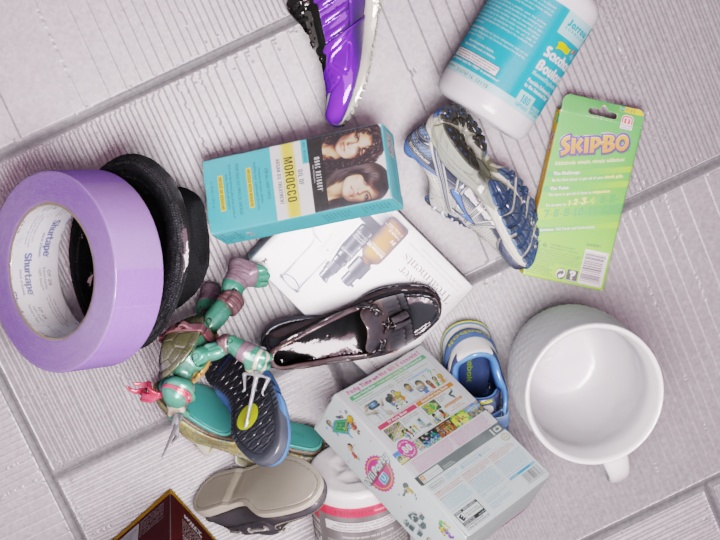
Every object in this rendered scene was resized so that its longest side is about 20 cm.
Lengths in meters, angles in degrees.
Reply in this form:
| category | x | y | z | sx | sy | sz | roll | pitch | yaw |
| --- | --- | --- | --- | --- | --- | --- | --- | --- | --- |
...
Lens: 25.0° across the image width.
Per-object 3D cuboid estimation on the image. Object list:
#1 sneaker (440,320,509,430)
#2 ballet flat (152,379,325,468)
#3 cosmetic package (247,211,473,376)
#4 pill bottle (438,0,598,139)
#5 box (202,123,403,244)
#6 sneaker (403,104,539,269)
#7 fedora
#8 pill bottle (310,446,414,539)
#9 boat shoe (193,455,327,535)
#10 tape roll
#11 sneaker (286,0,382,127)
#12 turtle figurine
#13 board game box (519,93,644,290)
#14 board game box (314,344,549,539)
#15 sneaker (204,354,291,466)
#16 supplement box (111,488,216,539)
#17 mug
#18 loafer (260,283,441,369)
| category | x | y | z | sx | sy | sz | roll | pitch | yaw |
| --- | --- | --- | --- | --- | --- | --- | --- | --- | --- |
| sneaker | 0.127 | 0.160 | 1.769 | 0.073 | 0.082 | 0.202 | -12 | 103 | -6 |
| ballet flat | -0.137 | 0.178 | 1.753 | 0.198 | 0.071 | 0.071 | 20 | 97 | -8 |
| cosmetic package | 0.000 | 0.000 | 1.743 | 0.200 | 0.052 | 0.151 | 43 | 95 | -12 |
| pill bottle | 0.174 | -0.246 | 1.690 | 0.110 | 0.111 | 0.201 | 30 | 96 | -11 |
| box | -0.060 | -0.088 | 1.677 | 0.198 | 0.049 | 0.083 | -11 | 77 | 14 |
| sneaker | 0.118 | -0.082 | 1.733 | 0.085 | 0.077 | 0.201 | -22 | 110 | 39 |
| fedora | -0.215 | -0.021 | 1.676 | 0.091 | 0.199 | 0.203 | -5 | 104 | -49 |
| pill bottle | 0.006 | 0.292 | 1.750 | 0.109 | 0.111 | 0.202 | -9 | 117 | -5 |
| boat shoe | -0.095 | 0.245 | 1.718 | 0.063 | 0.199 | 0.073 | 45 | 54 | -28 |
| tape roll | -0.288 | 0.000 | 1.636 | 0.065 | 0.199 | 0.202 | -4 | 104 | -49 |
| sneaker | -0.031 | -0.254 | 1.691 | 0.098 | 0.070 | 0.202 | 10 | 94 | -2 |
| turtle figurine | -0.157 | 0.087 | 1.656 | 0.149 | 0.201 | 0.101 | -18 | 130 | 37 |
| board game box | 0.241 | -0.086 | 1.769 | 0.094 | 0.030 | 0.202 | 11 | 101 | -9 |
| board game box | 0.074 | 0.188 | 1.677 | 0.200 | 0.147 | 0.065 | 46 | 133 | 18 |
| sneaker | -0.099 | 0.146 | 1.681 | 0.066 | 0.200 | 0.078 | -45 | 123 | 5 |
| supplement box | -0.185 | 0.369 | 1.706 | 0.133 | 0.200 | 0.198 | -40 | 102 | 1 |
| mug | 0.238 | 0.133 | 1.730 | 0.146 | 0.175 | 0.202 | -25 | 102 | -2 |
| loafer | -0.007 | 0.068 | 1.697 | 0.198 | 0.063 | 0.073 | -15 | 103 | -1 |
